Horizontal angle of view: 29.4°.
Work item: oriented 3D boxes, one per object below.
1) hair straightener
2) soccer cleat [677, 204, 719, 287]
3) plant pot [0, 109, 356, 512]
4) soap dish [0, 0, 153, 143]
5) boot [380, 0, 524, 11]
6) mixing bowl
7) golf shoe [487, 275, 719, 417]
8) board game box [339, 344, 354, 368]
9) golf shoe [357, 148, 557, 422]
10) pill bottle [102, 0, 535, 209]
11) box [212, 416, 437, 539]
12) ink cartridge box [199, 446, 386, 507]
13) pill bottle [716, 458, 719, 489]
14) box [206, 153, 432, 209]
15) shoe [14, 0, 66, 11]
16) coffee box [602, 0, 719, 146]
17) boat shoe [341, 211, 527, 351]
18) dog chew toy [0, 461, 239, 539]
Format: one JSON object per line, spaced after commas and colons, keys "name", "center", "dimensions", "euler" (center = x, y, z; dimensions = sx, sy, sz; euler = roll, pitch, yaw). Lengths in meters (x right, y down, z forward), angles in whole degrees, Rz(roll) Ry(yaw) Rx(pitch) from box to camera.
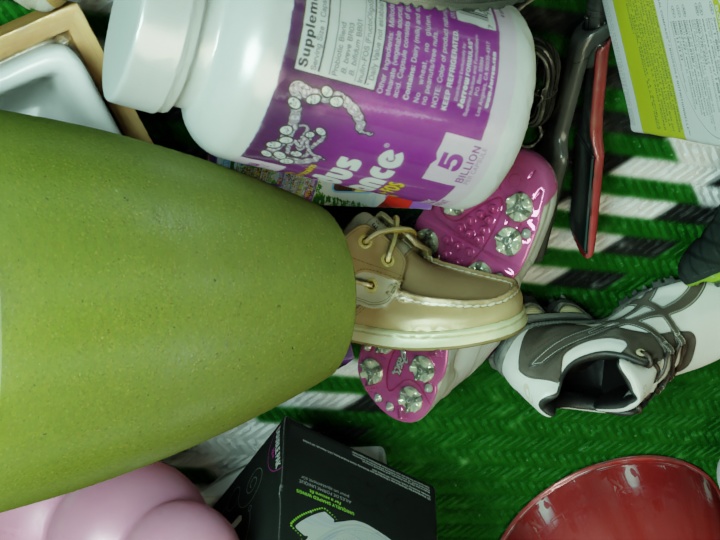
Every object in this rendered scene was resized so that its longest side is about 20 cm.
{"name": "hair straightener", "center": [0.112, -0.087, 0.822], "dimensions": [0.076, 0.041, 0.202], "euler": [-7, 132, -10]}
{"name": "soccer cleat", "center": [0.268, -0.066, 0.875], "dimensions": [0.081, 0.067, 0.200], "euler": [50, 126, 7]}
{"name": "plant pot", "center": [-0.109, 0.015, 0.667], "dimensions": [0.198, 0.188, 0.189], "euler": [-2, 128, -33]}
{"name": "soap dish", "center": [-0.182, -0.039, 0.753], "dimensions": [0.156, 0.082, 0.201], "euler": [-23, 128, 2]}
{"name": "boot", "center": [0.007, -0.187, 0.583], "dimensions": [0.197, 0.068, 0.132], "euler": [3, 120, -19]}
{"name": "mixing bowl", "center": [0.210, 0.252, 1.058], "dimensions": [0.197, 0.109, 0.202], "euler": [-8, 126, -10]}
{"name": "golf shoe", "center": [0.188, 0.061, 0.922], "dimensions": [0.197, 0.095, 0.079], "euler": [-9, 126, -11]}
{"name": "board game box", "center": [-0.115, 0.070, 0.813], "dimensions": [0.198, 0.033, 0.120], "euler": [-7, 160, -31]}
{"name": "golf shoe", "center": [0.070, 0.004, 0.863], "dimensions": [0.091, 0.075, 0.201], "euler": [-16, 144, -51]}
{"name": "pill bottle", "center": [-0.022, -0.102, 0.682], "dimensions": [0.197, 0.113, 0.113], "euler": [11, 122, -21]}
{"name": "box", "center": [-0.036, 0.227, 0.855], "dimensions": [0.123, 0.201, 0.149], "euler": [27, 123, -18]}
{"name": "ink cartridge box", "center": [-0.075, 0.202, 0.992], "dimensions": [0.197, 0.057, 0.164], "euler": [0, 127, 6]}
{"name": "pill bottle", "center": [0.352, 0.106, 0.988], "dimensions": [0.111, 0.113, 0.201], "euler": [16, 120, -25]}
{"name": "box", "center": [-0.009, -0.129, 0.762], "dimensions": [0.135, 0.039, 0.202], "euler": [1, 124, -15]}
{"name": "shoe", "center": [-0.223, -0.186, 0.644], "dimensions": [0.053, 0.070, 0.200], "euler": [-43, 116, 13]}
{"name": "coffee box", "center": [0.226, -0.180, 0.647], "dimensions": [0.197, 0.198, 0.203], "euler": [-15, 100, -4]}
{"name": "boat shoe", "center": [0.000, 0.000, 0.796], "dimensions": [0.197, 0.074, 0.067], "euler": [7, 108, 18]}
{"name": "dog chew toy", "center": [-0.147, 0.166, 0.837], "dimensions": [0.124, 0.199, 0.126], "euler": [-9, 104, -43]}
